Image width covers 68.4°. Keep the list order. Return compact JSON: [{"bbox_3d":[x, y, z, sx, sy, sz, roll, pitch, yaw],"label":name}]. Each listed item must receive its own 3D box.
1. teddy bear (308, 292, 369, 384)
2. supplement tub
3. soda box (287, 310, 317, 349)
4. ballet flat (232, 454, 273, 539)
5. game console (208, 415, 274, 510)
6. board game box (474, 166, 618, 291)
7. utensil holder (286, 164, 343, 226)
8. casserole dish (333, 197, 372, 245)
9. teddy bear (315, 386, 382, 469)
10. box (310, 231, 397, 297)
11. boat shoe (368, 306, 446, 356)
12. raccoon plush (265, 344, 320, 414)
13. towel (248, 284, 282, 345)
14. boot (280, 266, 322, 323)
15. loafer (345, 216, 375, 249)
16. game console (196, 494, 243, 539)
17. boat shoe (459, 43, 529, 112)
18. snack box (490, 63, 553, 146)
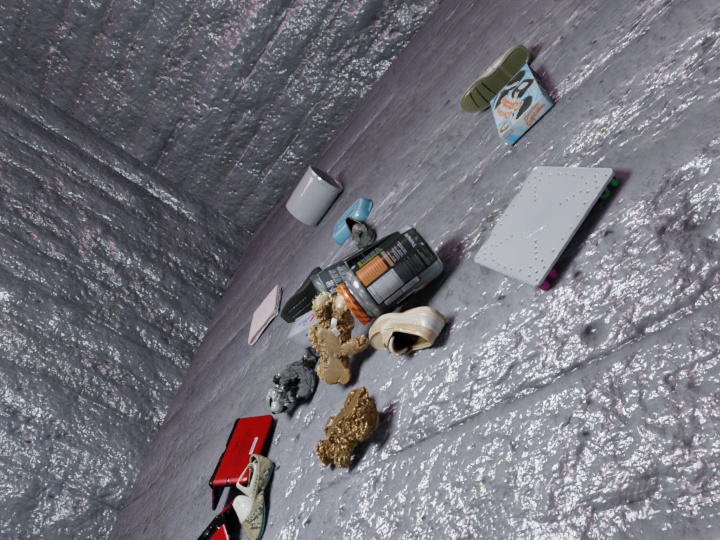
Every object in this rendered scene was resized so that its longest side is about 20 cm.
[{"bbox_3d":[-0.052,0.144,1.160,0.144,0.202,0.067,-21,-7,19],"label":"teddy bear"},{"bbox_3d":[0.057,0.012,1.064,0.199,0.123,0.123,-38,20,2],"label":"supplement tub"},{"bbox_3d":[-0.124,0.153,1.447,0.200,0.063,0.069,-31,30,52],"label":"soda box"},{"bbox_3d":[-0.244,0.496,1.176,0.068,0.075,0.201,-46,22,25],"label":"ballet flat"},{"bbox_3d":[-0.301,0.495,1.369,0.171,0.119,0.201,-12,33,19],"label":"game console"},{"bbox_3d":[0.288,-0.074,0.848,0.201,0.026,0.200,-56,19,1],"label":"board game box"},{"bbox_3d":[-0.196,-0.311,2.217,0.201,0.169,0.170,-52,19,18],"label":"utensil holder"},{"bbox_3d":[-0.033,-0.170,1.784,0.200,0.039,0.122,-41,25,37],"label":"casserole dish"},{"bbox_3d":[-0.020,0.295,0.985,0.201,0.066,0.145,-55,8,27],"label":"teddy bear"},{"bbox_3d":[0.000,0.000,1.247,0.163,0.087,0.200,-31,5,-29],"label":"box"},{"bbox_3d":[0.073,0.123,0.990,0.200,0.074,0.070,-30,26,52],"label":"boat shoe"},{"bbox_3d":[-0.155,0.283,1.345,0.199,0.097,0.134,-34,-11,-36],"label":"raccoon plush"},{"bbox_3d":[-0.375,0.173,2.092,0.191,0.032,0.201,-49,21,21],"label":"towel"},{"bbox_3d":[-0.178,0.076,1.714,0.200,0.078,0.138,-43,15,-1],"label":"boot"},{"bbox_3d":[-0.009,-0.116,1.597,0.072,0.063,0.200,-54,19,8],"label":"loafer"},{"bbox_3d":[-0.327,0.654,1.219,0.200,0.119,0.172,-51,-12,15],"label":"game console"},{"bbox_3d":[0.334,-0.476,1.324,0.200,0.075,0.069,-38,19,28],"label":"boat shoe"},{"bbox_3d":[0.345,-0.363,1.154,0.116,0.037,0.201,-45,22,32],"label":"snack box"}]
